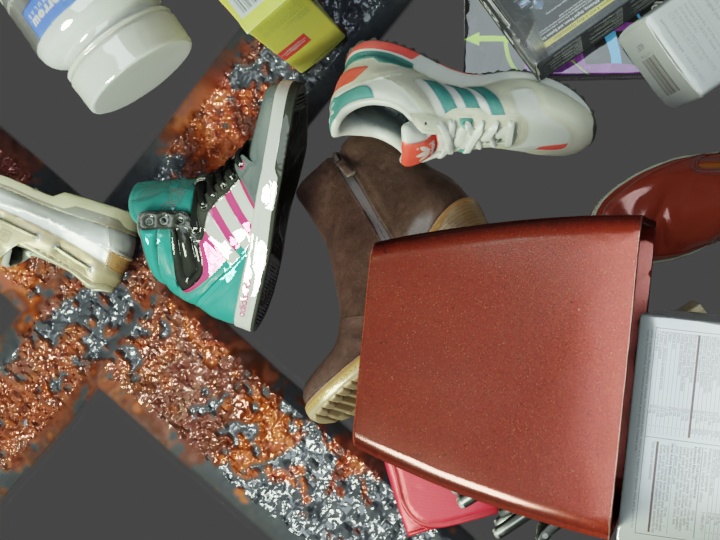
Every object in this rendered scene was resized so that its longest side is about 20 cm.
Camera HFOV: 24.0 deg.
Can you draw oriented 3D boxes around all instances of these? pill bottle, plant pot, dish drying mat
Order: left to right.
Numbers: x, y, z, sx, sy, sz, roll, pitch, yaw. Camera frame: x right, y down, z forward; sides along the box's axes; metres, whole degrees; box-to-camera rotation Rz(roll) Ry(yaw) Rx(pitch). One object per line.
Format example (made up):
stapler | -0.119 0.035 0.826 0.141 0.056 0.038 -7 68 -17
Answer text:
pill bottle | -0.224 -0.228 1.311 0.114 0.114 0.200 -37 83 8
dish drying mat | 0.043 0.100 1.307 0.077 0.018 0.200 -17 86 9
plant pot | 0.097 0.055 1.138 0.176 0.200 0.200 7 92 12

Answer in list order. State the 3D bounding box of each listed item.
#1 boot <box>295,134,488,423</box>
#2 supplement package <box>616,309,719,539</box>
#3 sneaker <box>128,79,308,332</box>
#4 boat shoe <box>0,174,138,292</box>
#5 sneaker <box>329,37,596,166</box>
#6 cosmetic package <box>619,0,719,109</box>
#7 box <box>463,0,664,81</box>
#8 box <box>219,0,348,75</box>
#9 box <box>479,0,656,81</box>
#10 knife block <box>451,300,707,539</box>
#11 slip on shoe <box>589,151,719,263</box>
boot | 0.000 0.000 1.287 0.200 0.072 0.166 -43 61 5
supplement package | 0.284 0.110 1.119 0.200 0.152 0.151 6 92 16
sneaker | -0.113 -0.061 1.295 0.121 0.084 0.200 16 110 7
boat shoe | -0.275 -0.037 1.339 0.200 0.075 0.068 15 87 9
sneaker | 0.070 -0.105 1.255 0.200 0.070 0.093 16 51 10
cosmetic package | 0.289 -0.200 1.194 0.200 0.102 0.074 -37 92 -2
box | 0.178 -0.216 1.277 0.200 0.036 0.143 0 90 9
box | -0.064 -0.196 1.237 0.050 0.200 0.075 -40 84 5
box | 0.165 -0.261 1.235 0.200 0.049 0.161 -35 74 2
knife block | 0.157 0.106 1.256 0.175 0.064 0.200 12 93 5
slip on shoe | 0.263 -0.053 1.247 0.200 0.061 0.074 -14 89 11
